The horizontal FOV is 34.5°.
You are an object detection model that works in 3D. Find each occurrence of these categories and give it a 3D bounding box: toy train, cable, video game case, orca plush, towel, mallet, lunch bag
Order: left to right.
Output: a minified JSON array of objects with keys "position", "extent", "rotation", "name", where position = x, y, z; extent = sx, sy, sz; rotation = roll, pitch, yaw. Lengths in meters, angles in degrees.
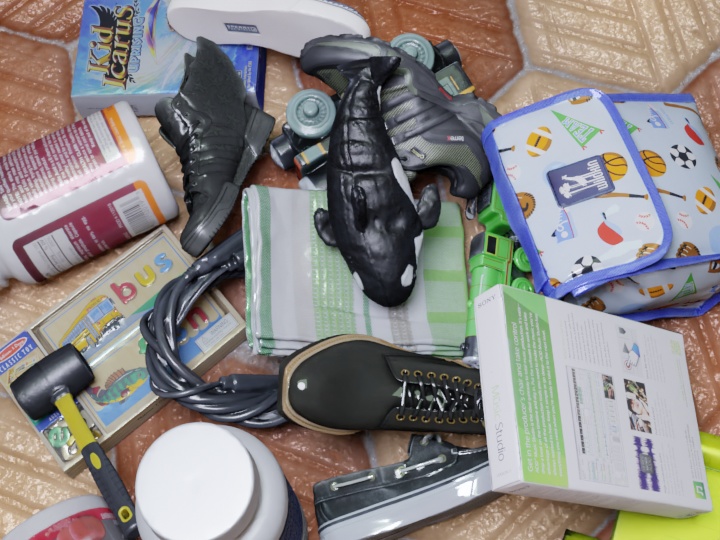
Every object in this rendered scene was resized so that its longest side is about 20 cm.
[{"position":[-0.225,0.141,0.918],"extent":[0.065,0.041,0.201],"rotation":[-29,48,-5],"name":"mallet"},{"position":[-0.181,-0.247,1.138],"extent":[0.179,0.046,0.202],"rotation":[-1,67,6],"name":"video game case"},{"position":[-0.090,0.054,0.977],"extent":[0.200,0.051,0.164],"rotation":[-39,86,-29],"name":"cable"},{"position":[0.000,0.000,0.982],"extent":[0.198,0.031,0.151],"rotation":[2,69,-17],"name":"towel"},{"position":[0.014,-0.068,0.921],"extent":[0.104,0.071,0.203],"rotation":[8,98,4],"name":"orca plush"},{"position":[0.019,-0.130,1.052],"extent":[0.199,0.085,0.115],"rotation":[-31,77,-8],"name":"toy train"},{"position":[0.120,-0.001,0.997],"extent":[0.056,0.042,0.202],"rotation":[17,66,-18],"name":"toy train"},{"position":[0.207,-0.052,0.939],"extent":[0.198,0.124,0.172],"rotation":[-3,60,-27],"name":"lunch bag"}]

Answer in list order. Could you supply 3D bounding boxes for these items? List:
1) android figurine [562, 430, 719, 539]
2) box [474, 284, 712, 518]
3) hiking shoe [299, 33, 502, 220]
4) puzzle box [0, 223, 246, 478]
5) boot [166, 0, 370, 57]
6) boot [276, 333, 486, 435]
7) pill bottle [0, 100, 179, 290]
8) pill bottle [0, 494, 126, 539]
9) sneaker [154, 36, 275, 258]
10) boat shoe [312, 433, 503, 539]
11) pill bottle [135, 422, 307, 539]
[{"position":[0.258,0.215,0.899],"extent":[0.198,0.041,0.184],"rotation":[16,69,14],"name":"android figurine"},{"position":[0.172,0.100,0.855],"extent":[0.198,0.036,0.146],"rotation":[16,59,-34],"name":"box"},{"position":[0.030,-0.123,0.978],"extent":[0.198,0.076,0.102],"rotation":[27,81,-3],"name":"hiking shoe"},{"position":[-0.211,0.066,1.014],"extent":[0.199,0.025,0.133],"rotation":[-39,68,-12],"name":"puzzle box"},{"position":[-0.076,-0.254,1.064],"extent":[0.198,0.073,0.091],"rotation":[12,65,16],"name":"boot"},{"position":[0.051,0.091,0.867],"extent":[0.198,0.138,0.079],"rotation":[2,91,-38],"name":"boot"},{"position":[-0.272,-0.058,1.026],"extent":[0.198,0.114,0.115],"rotation":[-26,67,-7],"name":"pill bottle"},{"position":[-0.192,0.280,0.873],"extent":[0.110,0.111,0.201],"rotation":[-34,68,-10],"name":"pill bottle"},{"position":[-0.143,-0.110,1.014],"extent":[0.104,0.060,0.201],"rotation":[32,53,-12],"name":"sneaker"},{"position":[0.053,0.162,0.922],"extent":[0.198,0.072,0.072],"rotation":[-20,70,-1],"name":"boat shoe"},{"position":[-0.103,0.180,0.859],"extent":[0.109,0.200,0.112],"rotation":[-2,66,4],"name":"pill bottle"}]
